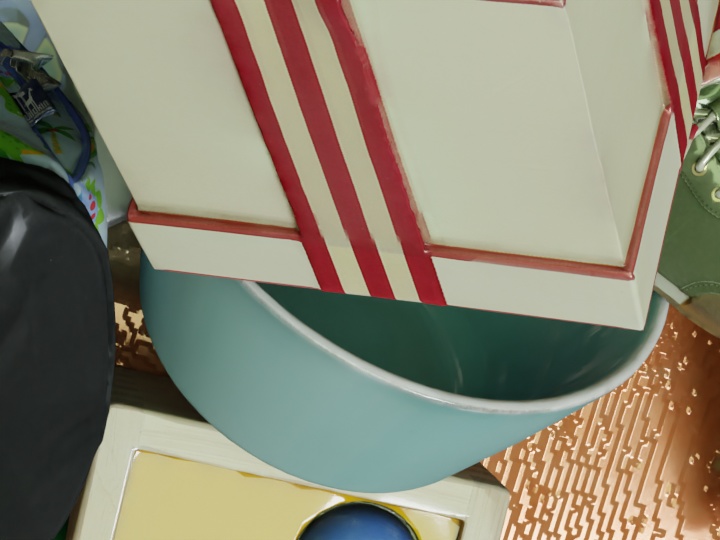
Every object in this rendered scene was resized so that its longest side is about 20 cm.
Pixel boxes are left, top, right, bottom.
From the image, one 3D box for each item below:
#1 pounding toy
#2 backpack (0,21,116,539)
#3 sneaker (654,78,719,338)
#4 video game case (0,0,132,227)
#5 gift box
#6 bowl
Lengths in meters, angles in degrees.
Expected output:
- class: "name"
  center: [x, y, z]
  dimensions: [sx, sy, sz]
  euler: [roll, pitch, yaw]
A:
- class: "pounding toy"
  center: [-0.064, 0.145, 0.961]
  dimensions: [0.199, 0.142, 0.185]
  euler: [13, 94, -10]
- class: "backpack"
  center: [-0.158, -0.013, 0.880]
  dimensions: [0.154, 0.200, 0.164]
  euler: [-22, 132, -38]
- class: "sneaker"
  center: [0.105, -0.066, 0.890]
  dimensions: [0.067, 0.090, 0.200]
  euler: [-26, 65, -23]
- class: "video game case"
  center: [-0.151, -0.102, 0.980]
  dimensions: [0.182, 0.022, 0.200]
  euler: [-25, 100, -5]
- class: "gift box"
  center: [0.026, -0.103, 0.764]
  dimensions: [0.184, 0.187, 0.200]
  euler: [12, 61, 20]
- class: "bowl"
  center: [0.000, 0.000, 0.917]
  dimensions: [0.200, 0.201, 0.105]
  euler: [24, 132, -11]
